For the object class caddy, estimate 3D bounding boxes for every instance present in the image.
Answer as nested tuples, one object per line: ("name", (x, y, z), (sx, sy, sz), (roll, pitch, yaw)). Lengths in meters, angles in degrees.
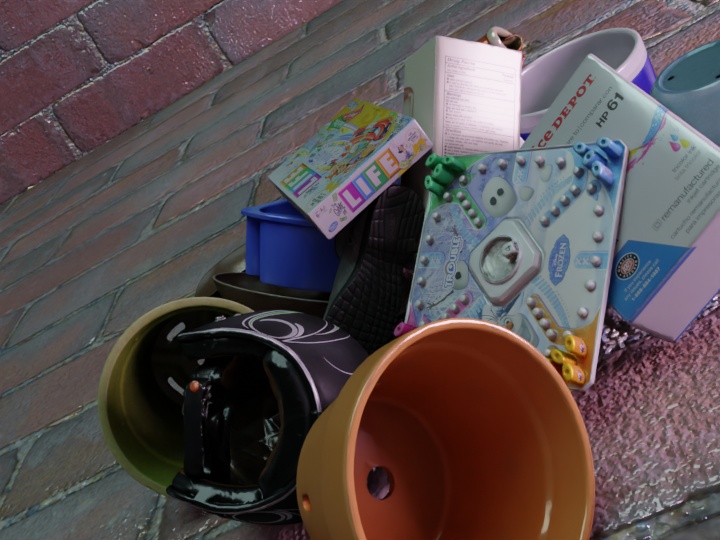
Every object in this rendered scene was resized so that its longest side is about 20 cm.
("caddy", (-0.043, -0.036, 1.071), (0.197, 0.107, 0.141), (5, 5, -23))

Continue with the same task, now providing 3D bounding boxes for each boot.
("boot", (0.000, 0.000, 0.944), (0.202, 0.069, 0.132), (-66, 19, 4))
("boot", (0.194, -0.272, 1.271), (0.107, 0.076, 0.199), (-38, -20, 27))

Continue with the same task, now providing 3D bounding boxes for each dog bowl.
("dog bowl", (0.271, -0.217, 1.168), (0.198, 0.079, 0.201), (-27, 25, 13))

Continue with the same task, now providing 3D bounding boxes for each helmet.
("helmet", (-0.073, 0.126, 0.810), (0.198, 0.202, 0.190), (-26, -14, 14))

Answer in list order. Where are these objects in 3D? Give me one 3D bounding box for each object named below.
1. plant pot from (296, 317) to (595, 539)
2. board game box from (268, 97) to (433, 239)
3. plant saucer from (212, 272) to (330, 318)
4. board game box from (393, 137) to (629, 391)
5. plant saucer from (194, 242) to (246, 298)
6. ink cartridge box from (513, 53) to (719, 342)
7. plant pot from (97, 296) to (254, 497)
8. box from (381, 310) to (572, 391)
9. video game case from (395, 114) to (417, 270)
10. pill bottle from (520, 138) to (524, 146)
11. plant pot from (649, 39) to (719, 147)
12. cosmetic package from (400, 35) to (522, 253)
("plant pot", (0.044, 0.145, 0.650), (0.200, 0.201, 0.140), (-47, 11, -30))
("board game box", (-0.017, -0.110, 0.948), (0.134, 0.034, 0.200), (-43, 23, -2))
("plant saucer", (-0.071, 0.034, 1.056), (0.197, 0.035, 0.200), (9, 6, -1))
("board game box", (0.117, -0.010, 0.780), (0.198, 0.026, 0.203), (1, 75, 44))
("plant saucer", (-0.143, -0.004, 1.219), (0.199, 0.037, 0.200), (-34, -6, -4))
("ink cartridge box", (0.225, -0.064, 0.777), (0.145, 0.084, 0.201), (-54, 44, 19))
("plant pot", (-0.168, 0.116, 0.992), (0.199, 0.201, 0.190), (-34, 10, -4))
("box", (0.104, 0.075, 0.861), (0.158, 0.050, 0.200), (-29, 24, 4))
("video game case", (0.087, -0.088, 1.079), (0.199, 0.023, 0.185), (19, 99, 60))
("pill bottle", (0.129, -0.148, 1.170), (0.113, 0.114, 0.200), (-34, 24, -5))
("plant pot", (0.337, -0.131, 0.851), (0.198, 0.136, 0.201), (-27, 24, 13))
("cosmetic package", (0.099, -0.119, 0.934), (0.102, 0.204, 0.087), (6, -6, -20))
